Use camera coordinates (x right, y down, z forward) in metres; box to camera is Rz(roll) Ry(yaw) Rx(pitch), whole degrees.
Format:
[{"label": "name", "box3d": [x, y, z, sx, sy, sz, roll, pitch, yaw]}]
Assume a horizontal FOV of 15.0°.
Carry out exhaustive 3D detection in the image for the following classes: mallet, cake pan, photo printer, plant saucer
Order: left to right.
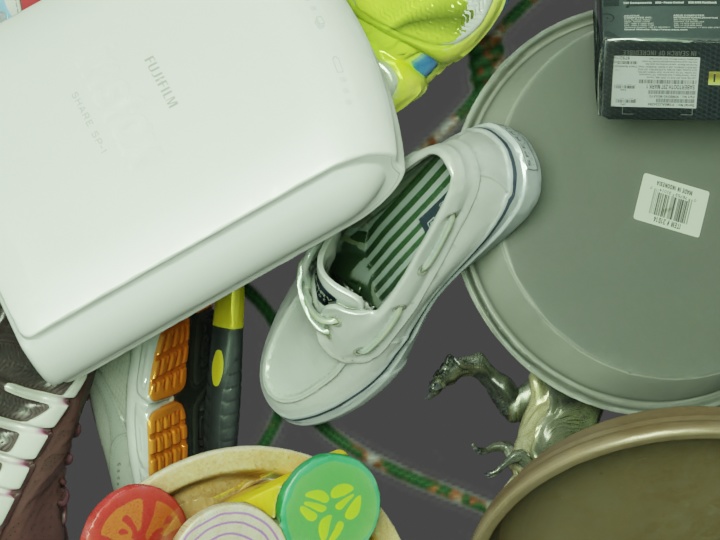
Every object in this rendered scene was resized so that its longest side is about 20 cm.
[{"label": "photo printer", "box3d": [-0.088, -0.063, 1.230, 0.199, 0.070, 0.167, -29, 63, 0]}, {"label": "mallet", "box3d": [-0.071, 0.017, 1.305, 0.066, 0.041, 0.201, 18, 106, 28]}, {"label": "cake pan", "box3d": [0.143, -0.032, 1.304, 0.199, 0.037, 0.201, 1, 83, -10]}, {"label": "plant saucer", "box3d": [0.147, 0.126, 1.274, 0.199, 0.201, 0.030, -5, 48, 3]}]

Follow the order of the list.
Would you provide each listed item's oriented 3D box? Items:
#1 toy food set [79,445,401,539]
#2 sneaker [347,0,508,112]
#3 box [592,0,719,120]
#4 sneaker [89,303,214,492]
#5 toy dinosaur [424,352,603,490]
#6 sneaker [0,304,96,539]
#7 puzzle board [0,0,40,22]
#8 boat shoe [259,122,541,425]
[{"label": "toy food set", "box3d": [-0.061, 0.178, 1.294, 0.199, 0.049, 0.199, -25, 110, -19]}, {"label": "sneaker", "box3d": [0.003, -0.104, 1.326, 0.199, 0.105, 0.076, -27, 93, 32]}, {"label": "box", "box3d": [0.208, -0.135, 1.272, 0.199, 0.158, 0.051, 1, 132, 2]}, {"label": "sneaker", "box3d": [-0.121, 0.023, 1.337, 0.092, 0.076, 0.201, 1, 98, 30]}, {"label": "toy dinosaur", "box3d": [0.089, 0.050, 1.330, 0.088, 0.047, 0.201, 31, 87, -3]}, {"label": "sneaker", "box3d": [-0.161, 0.079, 1.299, 0.075, 0.115, 0.201, 25, 86, 22]}, {"label": "puzzle board", "box3d": [-0.145, -0.178, 1.328, 0.150, 0.017, 0.201, -12, 89, 27]}, {"label": "boat shoe", "box3d": [0.000, 0.000, 1.281, 0.200, 0.067, 0.074, -51, 59, 31]}]
